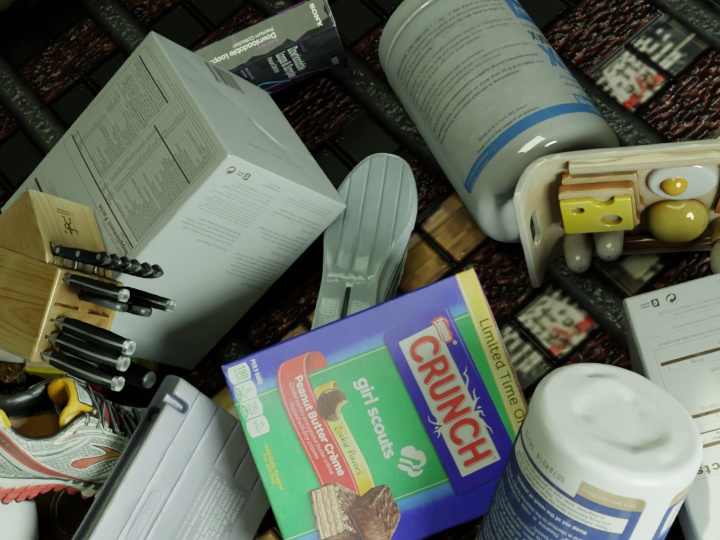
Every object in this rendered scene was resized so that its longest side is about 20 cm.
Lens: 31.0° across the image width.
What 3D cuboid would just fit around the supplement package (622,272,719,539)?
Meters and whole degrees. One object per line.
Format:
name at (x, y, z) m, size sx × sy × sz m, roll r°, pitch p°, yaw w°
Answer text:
supplement package at (0.266, 0.115, 0.889) m, size 0.119 × 0.121 × 0.201 m, roll -15°, pitch 59°, yaw 7°

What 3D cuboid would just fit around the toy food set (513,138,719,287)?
toy food set at (0.220, -0.030, 0.969) m, size 0.198 × 0.144 × 0.061 m, roll -4°, pitch 61°, yaw 14°

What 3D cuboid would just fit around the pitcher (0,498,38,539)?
pitcher at (-0.331, 0.242, 0.940) m, size 0.121 × 0.171 × 0.201 m, roll 17°, pitch 82°, yaw 36°

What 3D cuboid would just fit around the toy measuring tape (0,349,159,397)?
toy measuring tape at (-0.267, 0.071, 1.074) m, size 0.198 × 0.074 × 0.074 m, roll 6°, pitch 60°, yaw -14°

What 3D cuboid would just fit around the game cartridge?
game cartridge at (-0.143, 0.196, 0.962) m, size 0.038 × 0.130 × 0.201 m, roll 6°, pitch 60°, yaw 48°

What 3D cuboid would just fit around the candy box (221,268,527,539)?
candy box at (0.022, 0.113, 0.952) m, size 0.199 × 0.077 × 0.170 m, roll -21°, pitch 84°, yaw 3°

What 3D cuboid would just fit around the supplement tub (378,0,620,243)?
supplement tub at (0.111, -0.135, 1.065) m, size 0.131 × 0.132 × 0.201 m, roll -28°, pitch 59°, yaw -1°

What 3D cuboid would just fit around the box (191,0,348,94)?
box at (-0.110, -0.174, 1.146) m, size 0.199 × 0.143 × 0.036 m, roll -25°, pitch 86°, yaw 3°

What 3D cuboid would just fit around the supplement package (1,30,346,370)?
supplement package at (-0.152, -0.050, 1.045) m, size 0.200 × 0.151 × 0.151 m, roll -45°, pitch 57°, yaw 17°

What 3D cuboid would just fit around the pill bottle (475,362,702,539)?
pill bottle at (0.137, 0.169, 0.847) m, size 0.110 × 0.201 × 0.111 m, roll 11°, pitch 34°, yaw -7°

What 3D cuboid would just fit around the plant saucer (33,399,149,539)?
plant saucer at (-0.218, 0.192, 1.040) m, size 0.199 × 0.032 × 0.202 m, roll -7°, pitch 61°, yaw 13°

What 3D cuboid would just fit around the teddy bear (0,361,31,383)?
teddy bear at (-0.364, 0.063, 1.131) m, size 0.198 × 0.067 × 0.146 m, roll 1°, pitch 60°, yaw 16°

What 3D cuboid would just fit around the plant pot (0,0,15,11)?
plant pot at (-0.327, -0.364, 1.297) m, size 0.183 × 0.201 × 0.201 m, roll -17°, pitch 58°, yaw -7°

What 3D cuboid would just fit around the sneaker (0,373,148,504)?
sneaker at (-0.204, 0.123, 0.963) m, size 0.078 × 0.199 × 0.083 m, roll 48°, pitch 124°, yaw 39°

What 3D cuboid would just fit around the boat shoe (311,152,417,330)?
boat shoe at (0.000, 0.000, 1.062) m, size 0.071 × 0.062 × 0.201 m, roll 12°, pitch 66°, yaw 11°

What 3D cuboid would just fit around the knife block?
knife block at (-0.226, 0.042, 0.938) m, size 0.200 × 0.064 × 0.176 m, roll -36°, pitch 59°, yaw 25°
